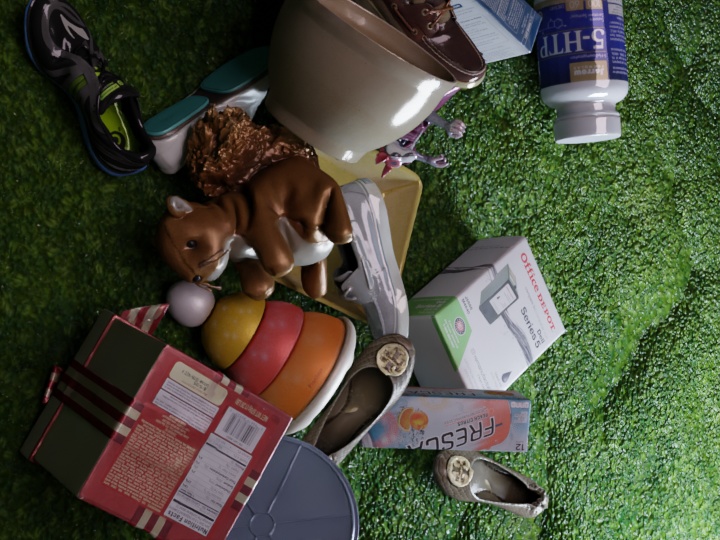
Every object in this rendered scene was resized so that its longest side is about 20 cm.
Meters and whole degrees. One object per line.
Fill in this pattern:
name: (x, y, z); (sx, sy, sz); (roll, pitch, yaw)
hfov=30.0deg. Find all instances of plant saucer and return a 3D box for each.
plant saucer: (-0.030, -0.053, 1.554); (0.200, 0.048, 0.200); (27, 69, -37)

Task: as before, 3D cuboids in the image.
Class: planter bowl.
planter bowl: (-0.017, -0.199, 1.420); (0.200, 0.200, 0.135); (20, 111, -39)

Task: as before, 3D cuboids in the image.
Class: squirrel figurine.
squirrel figurine: (-0.127, -0.067, 1.393); (0.186, 0.142, 0.200); (-7, 71, -19)

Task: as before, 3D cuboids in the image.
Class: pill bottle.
pill bottle: (0.301, -0.277, 1.824); (0.120, 0.120, 0.200); (-4, 89, -42)

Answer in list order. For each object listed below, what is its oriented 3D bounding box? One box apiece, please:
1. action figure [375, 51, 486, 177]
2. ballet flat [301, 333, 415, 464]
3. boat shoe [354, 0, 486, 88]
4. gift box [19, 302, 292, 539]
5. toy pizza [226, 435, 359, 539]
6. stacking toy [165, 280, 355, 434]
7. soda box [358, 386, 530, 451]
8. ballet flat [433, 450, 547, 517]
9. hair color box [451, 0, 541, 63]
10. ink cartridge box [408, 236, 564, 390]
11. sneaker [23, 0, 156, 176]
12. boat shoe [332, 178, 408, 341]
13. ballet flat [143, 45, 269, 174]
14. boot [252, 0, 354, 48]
action figure: (0.060, -0.194, 1.562); (0.149, 0.134, 0.200); (35, 59, 1)
ballet flat: (-0.009, 0.156, 1.494); (0.067, 0.046, 0.200); (40, 94, -4)
boat shoe: (0.069, -0.289, 1.507); (0.200, 0.072, 0.072); (46, 54, 4)
gift box: (-0.189, 0.146, 1.297); (0.185, 0.187, 0.200); (40, 77, -31)
toy pizza: (-0.101, 0.269, 1.400); (0.032, 0.200, 0.200); (83, 28, -63)
stacking toy: (-0.117, 0.068, 1.433); (0.200, 0.146, 0.146); (35, 63, -16)
soda box: (0.094, 0.172, 1.566); (0.200, 0.068, 0.064); (2, 95, -9)
ballet flat: (0.169, 0.271, 1.698); (0.200, 0.046, 0.067); (28, 68, -37)
hair color box: (0.125, -0.343, 1.683); (0.200, 0.100, 0.061); (35, 64, -35)
ink cartridge box: (0.149, 0.067, 1.681); (0.200, 0.084, 0.146); (-39, 112, -37)
sneaker: (-0.261, -0.187, 1.332); (0.071, 0.083, 0.200); (-42, 113, -36)
boat shoe: (0.000, 0.000, 1.510); (0.071, 0.070, 0.201); (-16, 100, -21)
ballet flat: (-0.156, -0.170, 1.448); (0.200, 0.069, 0.070); (-41, 113, -32)
boot: (-0.044, -0.306, 1.552); (0.162, 0.073, 0.199); (3, 85, -47)
